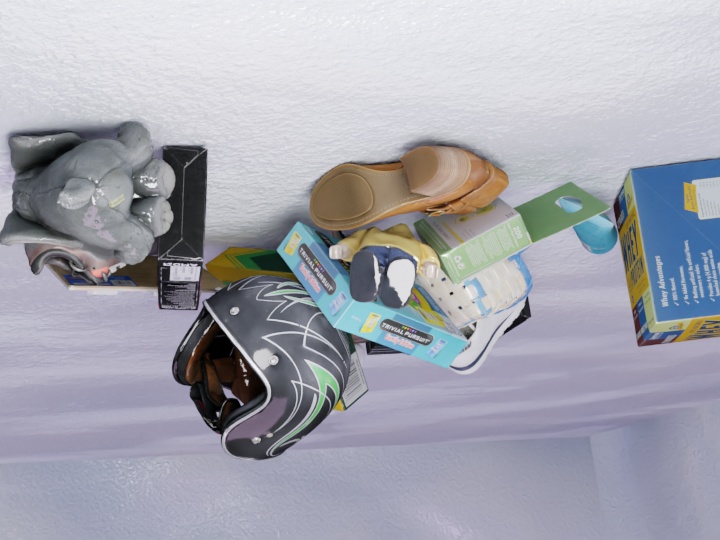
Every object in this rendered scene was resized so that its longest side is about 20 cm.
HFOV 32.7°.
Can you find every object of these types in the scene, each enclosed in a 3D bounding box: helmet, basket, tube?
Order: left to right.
[{"bbox_3d":[-0.106,0.101,1.409,0.200,0.200,0.191,10,119,-46],"label":"helmet"},{"bbox_3d":[0.154,-0.008,1.614,0.200,0.139,0.176,-31,-178,-43],"label":"basket"},{"bbox_3d":[0.297,-0.059,1.580,0.077,0.050,0.200,24,180,17],"label":"tube"}]

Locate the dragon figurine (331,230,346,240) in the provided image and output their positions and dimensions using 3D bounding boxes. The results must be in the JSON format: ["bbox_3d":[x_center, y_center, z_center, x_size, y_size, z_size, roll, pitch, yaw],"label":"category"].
[{"bbox_3d":[0.000,0.000,1.566,0.099,0.200,0.059,-19,-157,-37],"label":"dragon figurine"}]

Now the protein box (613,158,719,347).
[{"bbox_3d":[0.437,-0.024,1.525,0.200,0.199,0.135,-7,164,2],"label":"protein box"}]

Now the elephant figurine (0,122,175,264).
[{"bbox_3d":[-0.294,-0.071,1.201,0.200,0.142,0.155,3,141,27],"label":"elephant figurine"}]

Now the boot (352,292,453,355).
[{"bbox_3d":[0.058,0.089,1.701,0.200,0.097,0.075,-19,-150,-33],"label":"boot"}]

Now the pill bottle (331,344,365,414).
[{"bbox_3d":[-0.103,0.123,1.837,0.200,0.116,0.116,26,170,13],"label":"pill bottle"}]

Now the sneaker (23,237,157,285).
[{"bbox_3d":[-0.297,-0.019,1.438,0.200,0.082,0.077,0,163,-24],"label":"sneaker"}]

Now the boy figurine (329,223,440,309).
[{"bbox_3d":[0.027,-0.013,1.374,0.124,0.065,0.200,10,-169,3],"label":"boy figurine"}]

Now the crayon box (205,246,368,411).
[{"bbox_3d":[-0.094,0.072,1.573,0.172,0.200,0.058,6,-148,42],"label":"crayon box"}]

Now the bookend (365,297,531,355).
[{"bbox_3d":[0.128,0.058,1.885,0.198,0.092,0.200,-1,163,-19],"label":"bookend"}]

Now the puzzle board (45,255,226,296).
[{"bbox_3d":[-0.281,0.007,1.519,0.200,0.017,0.151,1,-165,-28],"label":"puzzle board"}]

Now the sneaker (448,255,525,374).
[{"bbox_3d":[0.174,0.047,1.726,0.076,0.200,0.081,16,157,31],"label":"sneaker"}]

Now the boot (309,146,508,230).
[{"bbox_3d":[0.056,-0.089,1.392,0.200,0.077,0.155,-25,162,33],"label":"boot"}]

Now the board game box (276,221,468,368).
[{"bbox_3d":[0.016,0.030,1.441,0.200,0.151,0.047,23,110,-44],"label":"board game box"}]

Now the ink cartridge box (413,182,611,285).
[{"bbox_3d":[0.173,-0.063,1.435,0.200,0.048,0.146,-28,-161,-1],"label":"ink cartridge box"}]

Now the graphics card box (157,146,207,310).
[{"bbox_3d":[-0.193,-0.041,1.326,0.051,0.126,0.200,3,162,-7],"label":"graphics card box"}]
